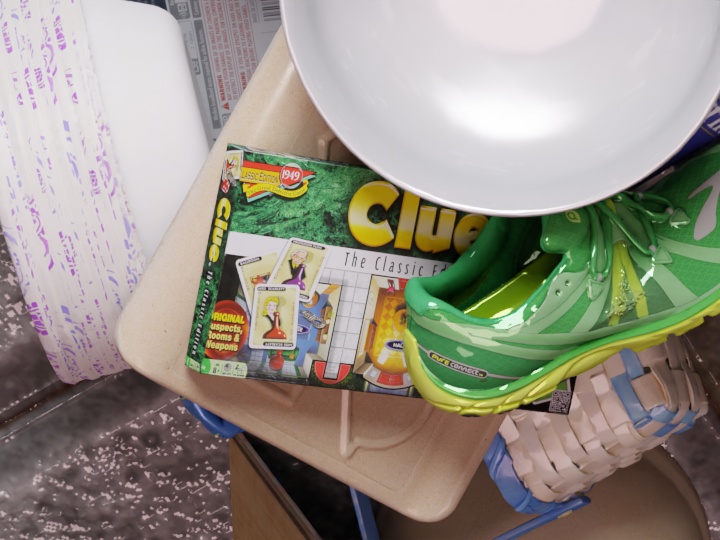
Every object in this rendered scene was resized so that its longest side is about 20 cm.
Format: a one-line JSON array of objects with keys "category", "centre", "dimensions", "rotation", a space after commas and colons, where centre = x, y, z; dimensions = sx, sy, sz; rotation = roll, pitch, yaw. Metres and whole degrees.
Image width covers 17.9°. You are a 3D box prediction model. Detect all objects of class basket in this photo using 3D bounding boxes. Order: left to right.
[{"category": "basket", "centre": [0.071, 0.057, 1.203], "dimensions": [0.199, 0.139, 0.177], "rotation": [-21, 80, 18]}]

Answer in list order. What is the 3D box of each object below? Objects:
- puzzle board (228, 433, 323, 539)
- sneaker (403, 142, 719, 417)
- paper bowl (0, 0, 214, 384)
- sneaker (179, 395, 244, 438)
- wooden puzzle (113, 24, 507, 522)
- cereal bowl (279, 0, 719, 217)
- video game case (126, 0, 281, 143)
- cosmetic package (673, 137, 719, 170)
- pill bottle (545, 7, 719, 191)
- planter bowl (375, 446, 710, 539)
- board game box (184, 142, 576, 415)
[{"category": "puzzle board", "centre": [-0.030, 0.202, 1.282], "dimensions": [0.017, 0.200, 0.152], "rotation": [-11, 119, -20]}, {"category": "sneaker", "centre": [0.108, -0.006, 1.038], "dimensions": [0.199, 0.074, 0.084], "rotation": [-30, 130, -12]}, {"category": "paper bowl", "centre": [-0.124, -0.052, 1.127], "dimensions": [0.104, 0.201, 0.202], "rotation": [-14, 115, -1]}, {"category": "sneaker", "centre": [-0.082, 0.041, 1.207], "dimensions": [0.076, 0.105, 0.200], "rotation": [47, 144, -13]}, {"category": "wooden puzzle", "centre": [0.000, 0.000, 1.093], "dimensions": [0.200, 0.046, 0.186], "rotation": [31, 86, -28]}, {"category": "cereal bowl", "centre": [0.069, -0.128, 0.995], "dimensions": [0.199, 0.083, 0.201], "rotation": [3, 107, 11]}, {"category": "video game case", "centre": [-0.105, -0.106, 1.222], "dimensions": [0.181, 0.023, 0.201], "rotation": [-5, 117, 7]}, {"category": "cosmetic package", "centre": [0.265, 0.018, 1.119], "dimensions": [0.123, 0.200, 0.200], "rotation": [-33, 133, 20]}, {"category": "pill bottle", "centre": [0.164, -0.128, 1.075], "dimensions": [0.200, 0.116, 0.116], "rotation": [-33, 109, 20]}, {"category": "planter bowl", "centre": [0.102, 0.196, 1.291], "dimensions": [0.199, 0.135, 0.201], "rotation": [2, 117, 4]}, {"category": "board game box", "centre": [0.021, 0.007, 1.067], "dimensions": [0.199, 0.023, 0.105], "rotation": [7, 96, -27]}]
